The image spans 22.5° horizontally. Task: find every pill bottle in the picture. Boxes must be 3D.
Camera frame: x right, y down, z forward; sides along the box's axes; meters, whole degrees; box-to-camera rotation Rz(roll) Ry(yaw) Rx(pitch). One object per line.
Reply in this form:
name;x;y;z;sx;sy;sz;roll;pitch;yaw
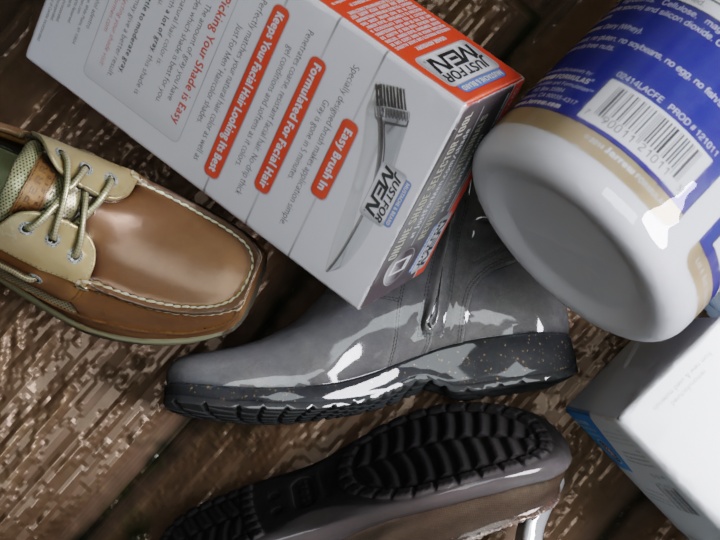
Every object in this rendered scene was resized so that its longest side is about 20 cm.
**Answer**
pill bottle;0.151;-0.075;0.773;0.116;0.116;0.200;46;73;-2

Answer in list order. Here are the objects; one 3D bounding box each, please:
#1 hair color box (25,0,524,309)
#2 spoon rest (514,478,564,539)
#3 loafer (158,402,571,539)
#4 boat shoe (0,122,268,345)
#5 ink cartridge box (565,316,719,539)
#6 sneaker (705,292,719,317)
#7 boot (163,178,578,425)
hair color box;-0.041;-0.089;0.794;0.200;0.064;0.111;38;122;16
spoon rest;0.150;0.178;0.844;0.200;0.099;0.061;37;76;8
loafer;0.006;0.121;0.843;0.199;0.073;0.071;-19;116;8
boat shoe;-0.142;-0.023;0.809;0.199;0.074;0.076;17;74;9
ink cartridge box;0.194;0.115;0.832;0.067;0.116;0.200;-44;93;-5
sneaker;0.228;0.033;0.854;0.200;0.080;0.077;37;84;-5
boot;0.000;0.000;0.853;0.199;0.070;0.132;-7;81;-9
